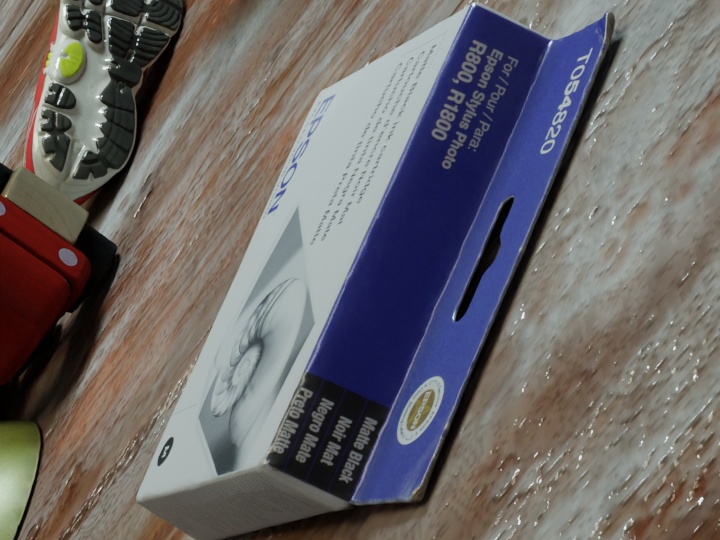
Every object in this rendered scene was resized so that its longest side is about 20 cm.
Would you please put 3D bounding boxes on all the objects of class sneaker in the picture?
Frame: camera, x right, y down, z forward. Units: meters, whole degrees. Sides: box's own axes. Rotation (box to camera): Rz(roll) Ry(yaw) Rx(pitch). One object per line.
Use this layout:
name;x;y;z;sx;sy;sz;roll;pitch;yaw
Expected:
sneaker;-0.168;-0.116;1.580;0.085;0.077;0.201;-47;20;49

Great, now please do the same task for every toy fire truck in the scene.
toy fire truck;-0.243;0.047;1.385;0.176;0.128;0.200;-46;15;34

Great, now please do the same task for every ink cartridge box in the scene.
ink cartridge box;0.000;0.000;0.974;0.200;0.040;0.201;-22;41;63

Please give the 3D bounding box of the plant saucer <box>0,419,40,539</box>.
plant saucer;-0.234;0.162;1.381;0.200;0.031;0.200;-51;20;26
